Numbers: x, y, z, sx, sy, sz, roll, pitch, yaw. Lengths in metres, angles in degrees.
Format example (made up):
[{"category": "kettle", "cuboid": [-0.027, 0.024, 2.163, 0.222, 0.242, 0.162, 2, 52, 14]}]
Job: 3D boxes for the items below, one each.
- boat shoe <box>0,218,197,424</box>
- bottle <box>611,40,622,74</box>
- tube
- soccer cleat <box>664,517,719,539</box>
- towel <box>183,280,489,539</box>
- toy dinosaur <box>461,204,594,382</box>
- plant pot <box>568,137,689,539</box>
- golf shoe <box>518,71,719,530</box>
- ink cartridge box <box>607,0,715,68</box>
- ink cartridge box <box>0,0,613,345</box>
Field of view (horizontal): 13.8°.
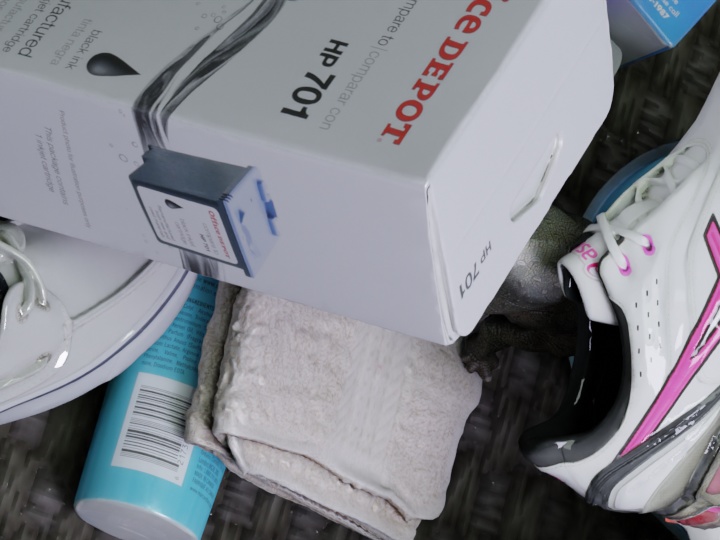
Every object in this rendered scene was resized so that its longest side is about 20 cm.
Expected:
[{"category": "boat shoe", "cuboid": [-0.144, 0.016, 1.099, 0.199, 0.066, 0.072, -25, 71, -19]}, {"category": "bottle", "cuboid": [0.025, -0.142, 1.213, 0.200, 0.083, 0.065, 45, 45, -18]}, {"category": "tube", "cuboid": [-0.059, 0.009, 1.171, 0.077, 0.050, 0.201, 29, 67, -27]}, {"category": "soccer cleat", "cuboid": [0.165, 0.164, 1.178, 0.077, 0.069, 0.201, -3, 107, 11]}, {"category": "towel", "cuboid": [0.000, 0.000, 1.179, 0.132, 0.034, 0.201, 28, 64, -42]}, {"category": "toy dinosaur", "cuboid": [0.062, -0.001, 1.148, 0.200, 0.102, 0.077, 35, 59, -38]}, {"category": "plant pot", "cuboid": [0.218, 0.007, 1.238, 0.188, 0.200, 0.201, -31, 96, -43]}, {"category": "golf shoe", "cuboid": [0.122, -0.006, 1.086, 0.092, 0.073, 0.201, 14, 95, -23]}, {"category": "ink cartridge box", "cuboid": [0.140, -0.195, 1.288, 0.116, 0.067, 0.200, 48, 65, -11]}, {"category": "ink cartridge box", "cuboid": [-0.027, -0.072, 1.078, 0.147, 0.199, 0.086, -56, 149, -36]}]
